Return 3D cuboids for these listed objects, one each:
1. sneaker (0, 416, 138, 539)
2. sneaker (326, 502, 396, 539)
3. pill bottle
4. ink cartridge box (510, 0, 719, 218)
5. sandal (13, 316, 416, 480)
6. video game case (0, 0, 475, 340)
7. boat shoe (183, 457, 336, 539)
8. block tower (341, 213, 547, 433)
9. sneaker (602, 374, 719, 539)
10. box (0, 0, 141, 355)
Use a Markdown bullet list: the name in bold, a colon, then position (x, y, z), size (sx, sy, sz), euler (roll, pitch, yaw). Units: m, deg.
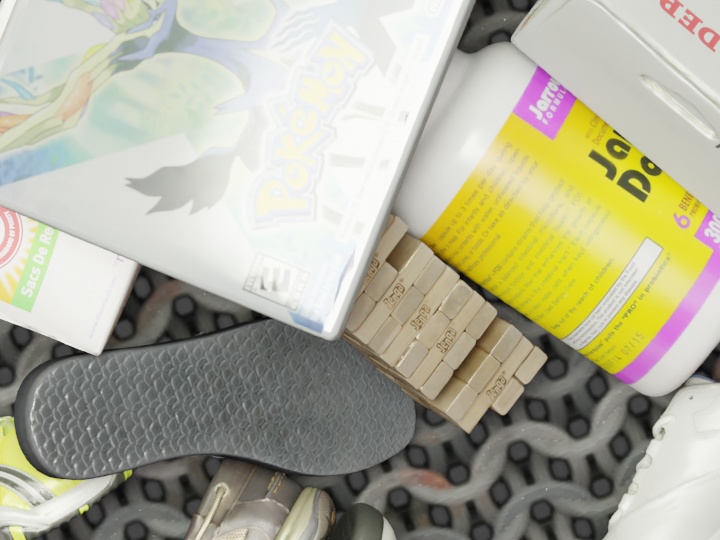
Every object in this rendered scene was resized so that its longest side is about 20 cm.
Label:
- **sneaker**: position (-0.193, 0.096, 1.323), size (0.200, 0.075, 0.077), euler (-20, 96, 0)
- **sneaker**: position (0.017, 0.205, 1.325), size (0.108, 0.067, 0.202), euler (15, 115, -3)
- **pill bottle**: position (0.084, -0.036, 1.297), size (0.200, 0.104, 0.104), euler (33, 95, -4)
- **ink cartridge box**: position (0.182, -0.137, 1.258), size (0.145, 0.083, 0.200), euler (39, 66, -5)
- **sandal**: position (-0.067, 0.059, 1.313), size (0.200, 0.043, 0.076), euler (1, 87, -26)
- **video game case**: position (-0.056, -0.096, 1.185), size (0.182, 0.022, 0.200), euler (22, 92, 9)
- **boat shoe**: position (-0.091, 0.175, 1.341), size (0.073, 0.074, 0.200), euler (35, 86, 6)
- **block tower**: position (0.000, 0.000, 1.272), size (0.200, 0.058, 0.054), euler (41, 82, -35)
- **sneaker**: position (0.161, 0.103, 1.339), size (0.200, 0.075, 0.087), euler (-38, 83, -3)
- **box**: position (-0.124, -0.075, 1.287), size (0.101, 0.112, 0.200), euler (23, 97, -3)
